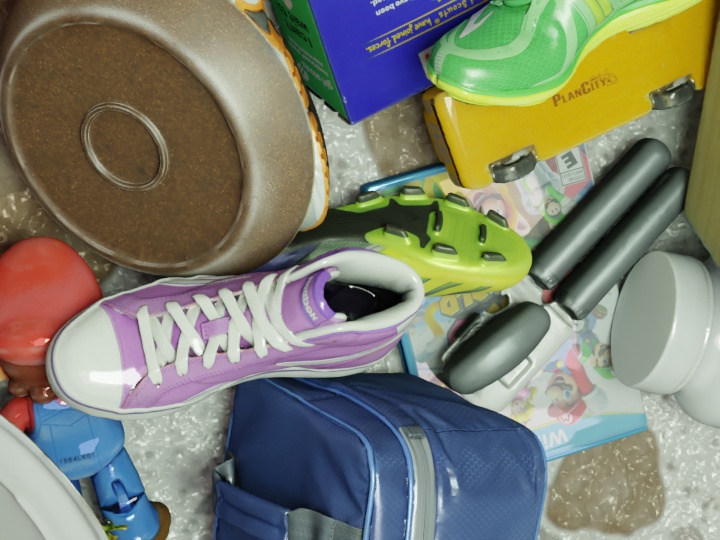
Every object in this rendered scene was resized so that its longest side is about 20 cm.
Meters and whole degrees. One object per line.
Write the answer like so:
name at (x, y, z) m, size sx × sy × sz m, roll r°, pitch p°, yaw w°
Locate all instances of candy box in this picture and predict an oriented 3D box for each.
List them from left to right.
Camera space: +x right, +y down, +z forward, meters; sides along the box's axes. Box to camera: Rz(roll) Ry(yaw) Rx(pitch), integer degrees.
candy box at (0.024, -0.207, 0.975) m, size 0.169 × 0.077 × 0.200 m, roll -28°, pitch 127°, yaw -11°

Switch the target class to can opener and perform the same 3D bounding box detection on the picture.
can opener at (0.128, 0.006, 1.063) m, size 0.053 × 0.066 × 0.200 m, roll 44°, pitch 83°, yaw -14°

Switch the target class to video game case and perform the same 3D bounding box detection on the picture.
video game case at (0.091, 0.025, 1.096) m, size 0.143 × 0.018 × 0.200 m, roll -16°, pitch 102°, yaw -10°

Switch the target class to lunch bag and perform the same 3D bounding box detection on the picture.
lunch bag at (-0.006, 0.131, 1.005) m, size 0.132 × 0.200 × 0.136 m, roll 5°, pitch 96°, yaw -32°

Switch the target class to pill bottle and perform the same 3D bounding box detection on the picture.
pill bottle at (0.262, 0.049, 1.088) m, size 0.200 × 0.112 × 0.112 m, roll 12°, pitch 96°, yaw -16°

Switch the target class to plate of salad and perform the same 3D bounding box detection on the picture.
plate of salad at (-0.199, 0.134, 0.978) m, size 0.048 × 0.200 × 0.200 m, roll -44°, pitch 109°, yaw -39°

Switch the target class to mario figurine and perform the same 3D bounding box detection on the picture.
mario figurine at (-0.168, 0.072, 1.029) m, size 0.123 × 0.106 × 0.200 m, roll -29°, pitch 119°, yaw -42°

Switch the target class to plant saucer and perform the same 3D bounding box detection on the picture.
plant saucer at (-0.120, -0.073, 0.957) m, size 0.200 × 0.034 × 0.201 m, roll 14°, pitch 127°, yaw 20°

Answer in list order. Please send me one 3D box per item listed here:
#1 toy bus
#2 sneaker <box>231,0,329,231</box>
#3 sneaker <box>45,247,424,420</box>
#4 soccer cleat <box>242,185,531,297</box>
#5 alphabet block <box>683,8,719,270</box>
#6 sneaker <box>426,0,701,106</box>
toy bus at (0.130, -0.117, 1.044) m, size 0.200 × 0.078 × 0.065 m, roll -25°, pitch 109°, yaw -11°
sneaker at (-0.082, -0.108, 0.982) m, size 0.092 × 0.076 × 0.200 m, roll -23°, pitch 101°, yaw 4°
sneaker at (-0.064, 0.024, 0.932) m, size 0.200 × 0.114 × 0.073 m, roll -12°, pitch 79°, yaw -18°
soccer cleat at (0.000, -0.001, 1.045) m, size 0.200 × 0.065 × 0.084 m, roll 0°, pitch 129°, yaw -3°
alphabet block at (0.302, -0.079, 0.953) m, size 0.195 × 0.196 × 0.200 m, roll 2°, pitch 116°, yaw -10°
sneaker at (0.112, -0.157, 0.962) m, size 0.200 × 0.074 × 0.084 m, roll -34°, pitch 134°, yaw -21°
